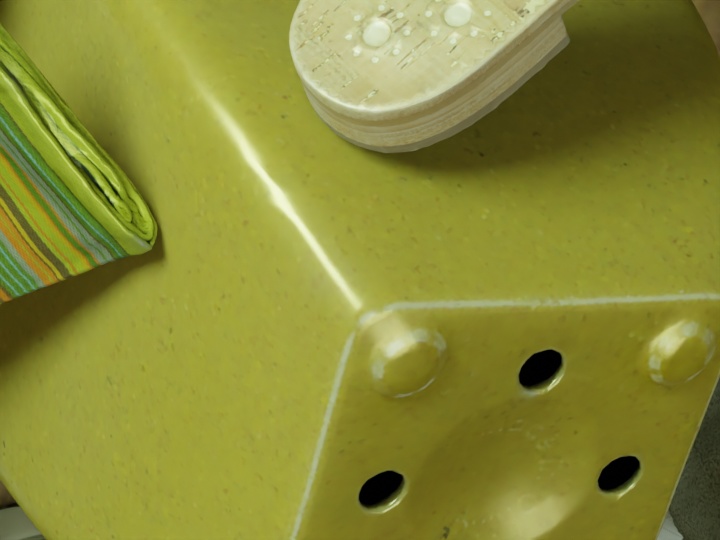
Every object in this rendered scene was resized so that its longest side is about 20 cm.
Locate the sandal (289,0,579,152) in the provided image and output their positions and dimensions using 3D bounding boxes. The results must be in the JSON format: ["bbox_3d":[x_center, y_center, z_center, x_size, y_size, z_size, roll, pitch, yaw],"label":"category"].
[{"bbox_3d":[0.060,-0.123,0.634,0.212,0.078,0.070,-47,153,-13],"label":"sandal"}]

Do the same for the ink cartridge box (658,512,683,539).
[{"bbox_3d":[0.078,0.065,0.935,0.200,0.048,0.145,-43,132,21],"label":"ink cartridge box"}]

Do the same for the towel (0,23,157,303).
[{"bbox_3d":[-0.150,-0.008,0.695,0.199,0.018,0.086,-21,119,34],"label":"towel"}]

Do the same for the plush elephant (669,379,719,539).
[{"bbox_3d":[0.162,0.083,0.841,0.199,0.155,0.165,18,122,-34],"label":"plush elephant"}]

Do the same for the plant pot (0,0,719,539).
[{"bbox_3d":[0.000,0.000,0.741,0.195,0.200,0.195,-1,125,-26],"label":"plant pot"}]

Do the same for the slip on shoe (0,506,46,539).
[{"bbox_3d":[-0.172,0.148,0.857,0.199,0.061,0.076,-23,132,-10],"label":"slip on shoe"}]
